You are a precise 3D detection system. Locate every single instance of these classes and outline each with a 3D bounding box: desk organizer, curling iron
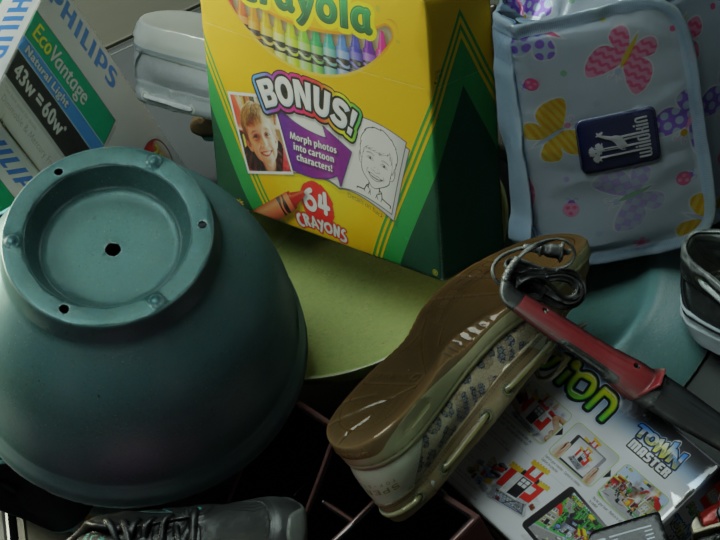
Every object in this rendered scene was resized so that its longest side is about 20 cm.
[{"bbox_3d":[-0.001,0.145,1.666,0.072,0.077,0.200,-43,40,-16],"label":"desk organizer"},{"bbox_3d":[0.155,0.051,1.599,0.050,0.200,0.026,-52,3,-11],"label":"curling iron"}]

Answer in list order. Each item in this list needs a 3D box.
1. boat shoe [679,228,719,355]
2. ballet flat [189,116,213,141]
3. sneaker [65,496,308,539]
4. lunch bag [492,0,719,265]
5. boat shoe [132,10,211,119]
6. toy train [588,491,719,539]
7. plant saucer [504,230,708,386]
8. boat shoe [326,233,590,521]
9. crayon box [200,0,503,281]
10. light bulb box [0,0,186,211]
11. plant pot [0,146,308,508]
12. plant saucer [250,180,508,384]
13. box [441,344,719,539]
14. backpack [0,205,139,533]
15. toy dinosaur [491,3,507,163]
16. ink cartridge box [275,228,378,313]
[{"bbox_3d":[0.255,0.029,1.630,0.200,0.071,0.072,15,55,34],"label":"boat shoe"},{"bbox_3d":[-0.037,-0.139,1.928,0.200,0.072,0.068,-11,34,32],"label":"ballet flat"},{"bbox_3d":[-0.112,0.169,1.666,0.200,0.079,0.075,-25,53,40],"label":"sneaker"},{"bbox_3d":[0.165,-0.106,1.724,0.200,0.170,0.127,-27,33,-31],"label":"lunch bag"},{"bbox_3d":[-0.059,-0.109,1.880,0.200,0.069,0.072,16,24,19],"label":"boat shoe"},{"bbox_3d":[0.205,0.131,1.558,0.200,0.034,0.046,-16,61,1],"label":"toy train"},{"bbox_3d":[0.113,0.029,1.754,0.200,0.036,0.200,-17,41,15],"label":"plant saucer"},{"bbox_3d":[0.061,0.053,1.633,0.200,0.063,0.073,-42,27,-27],"label":"boat shoe"},{"bbox_3d":[-0.008,-0.105,1.742,0.058,0.173,0.200,-26,32,-37],"label":"crayon box"},{"bbox_3d":[-0.258,-0.079,1.975,0.200,0.198,0.125,-5,47,30],"label":"light bulb box"},{"bbox_3d":[-0.133,0.014,1.667,0.200,0.134,0.200,-2,58,3],"label":"plant pot"},{"bbox_3d":[0.000,0.000,1.789,0.200,0.031,0.200,-16,41,15],"label":"plant saucer"},{"bbox_3d":[0.101,0.097,1.649,0.110,0.035,0.200,-42,52,-7],"label":"box"},{"bbox_3d":[-0.186,0.055,1.820,0.176,0.153,0.200,13,66,40],"label":"backpack"},{"bbox_3d":[0.087,-0.102,1.834,0.077,0.200,0.102,-47,13,43],"label":"toy dinosaur"},{"bbox_3d":[-0.010,-0.042,1.900,0.146,0.048,0.200,12,51,39],"label":"ink cartridge box"}]
